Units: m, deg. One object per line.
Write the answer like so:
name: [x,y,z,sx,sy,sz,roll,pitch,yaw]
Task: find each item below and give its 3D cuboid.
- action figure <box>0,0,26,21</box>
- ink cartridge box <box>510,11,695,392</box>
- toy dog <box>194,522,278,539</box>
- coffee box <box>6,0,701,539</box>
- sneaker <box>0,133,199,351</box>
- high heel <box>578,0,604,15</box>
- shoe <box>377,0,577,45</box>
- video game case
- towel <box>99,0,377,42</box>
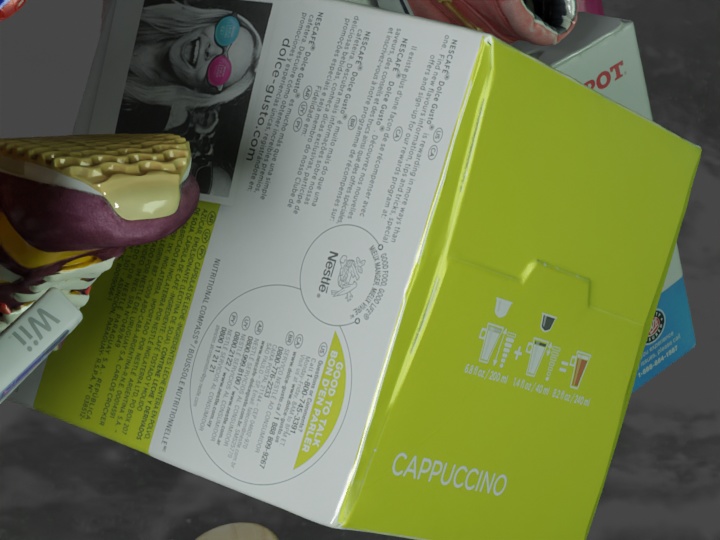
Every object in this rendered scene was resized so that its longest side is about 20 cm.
action figure: [-0.143,-0.146,0.895,0.066,0.051,0.201,58,44,-47]
ink cartridge box: [0.087,-0.020,1.195,0.145,0.084,0.201,-31,121,-30]
toy dog: [-0.066,0.209,1.022,0.132,0.096,0.201,57,50,-41]
coffee box: [0.000,0.000,0.977,0.199,0.197,0.201,18,89,-54]
sneaker: [-0.118,-0.004,0.837,0.075,0.200,0.091,-5,95,-31]
high heel: [0.140,-0.118,1.293,0.200,0.067,0.096,47,67,-42]
shoe: [0.035,-0.185,1.069,0.072,0.091,0.201,-60,137,-34]
video game case: [-0.187,0.095,0.773,0.018,0.143,0.200,45,52,-3]
towel: [-0.049,-0.186,1.055,0.191,0.032,0.201,2,92,-55]
